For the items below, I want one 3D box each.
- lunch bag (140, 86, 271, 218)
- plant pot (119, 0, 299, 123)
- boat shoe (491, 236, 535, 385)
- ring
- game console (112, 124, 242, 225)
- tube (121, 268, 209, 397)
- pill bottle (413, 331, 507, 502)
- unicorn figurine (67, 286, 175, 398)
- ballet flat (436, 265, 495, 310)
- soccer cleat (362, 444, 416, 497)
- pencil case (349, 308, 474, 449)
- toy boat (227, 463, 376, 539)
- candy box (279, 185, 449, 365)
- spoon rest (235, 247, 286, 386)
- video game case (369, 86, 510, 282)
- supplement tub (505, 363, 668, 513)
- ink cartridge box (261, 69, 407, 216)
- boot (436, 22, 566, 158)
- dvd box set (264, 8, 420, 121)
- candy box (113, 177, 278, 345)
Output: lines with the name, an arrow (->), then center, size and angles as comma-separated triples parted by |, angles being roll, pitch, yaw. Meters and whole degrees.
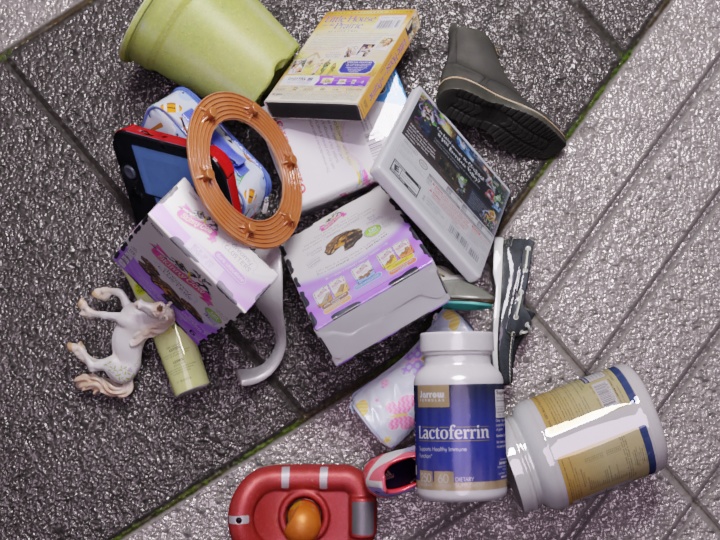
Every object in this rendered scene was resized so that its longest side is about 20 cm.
lunch bag -> -0.207, -0.134, 1.362 | 0.200, 0.161, 0.075 | 45, 50, 3
plant pot -> -0.188, -0.304, 1.369 | 0.183, 0.200, 0.202 | 37, 88, -6
boat shoe -> 0.205, 0.055, 1.381 | 0.059, 0.076, 0.205 | 1, 87, 7
ring -> -0.136, -0.126, 1.269 | 0.019, 0.199, 0.204 | -20, 85, 36
game console -> -0.233, -0.094, 1.337 | 0.197, 0.031, 0.180 | 18, 129, 31
tube -> -0.263, 0.070, 1.407 | 0.057, 0.052, 0.204 | -13, 79, -39
pill bottle -> 0.122, 0.178, 1.274 | 0.113, 0.116, 0.205 | -2, 83, 1
unicorn figurine -> -0.317, 0.083, 1.378 | 0.135, 0.074, 0.203 | 22, 123, 11
ballet flat -> 0.087, 0.023, 1.353 | 0.197, 0.067, 0.065 | -7, 76, 37
soccer cleat -> 0.096, 0.248, 1.350 | 0.196, 0.076, 0.068 | -17, 94, -18
pencil case -> 0.079, 0.143, 1.373 | 0.200, 0.083, 0.091 | -44, 100, -1
toy boat -> -0.076, 0.324, 1.341 | 0.195, 0.131, 0.134 | -1, 86, 1
candy box -> 0.000, 0.000, 1.325 | 0.166, 0.201, 0.072 | -29, 128, 1
spoon rest -> -0.125, 0.055, 1.378 | 0.059, 0.099, 0.204 | 3, 111, -21
video game case -> 0.108, -0.113, 1.333 | 0.200, 0.023, 0.183 | 45, 44, -19
supplement tub -> 0.280, 0.221, 1.334 | 0.196, 0.144, 0.147 | -20, 86, 0
ink cartridge box -> -0.025, -0.179, 1.398 | 0.196, 0.085, 0.147 | -21, 85, -1
boot -> 0.199, -0.251, 1.408 | 0.198, 0.077, 0.141 | 26, 52, -23
dvd box set -> -0.022, -0.273, 1.353 | 0.144, 0.030, 0.202 | 6, 50, 29
candy box -> -0.214, -0.006, 1.309 | 0.168, 0.199, 0.072 | 46, 61, -7
